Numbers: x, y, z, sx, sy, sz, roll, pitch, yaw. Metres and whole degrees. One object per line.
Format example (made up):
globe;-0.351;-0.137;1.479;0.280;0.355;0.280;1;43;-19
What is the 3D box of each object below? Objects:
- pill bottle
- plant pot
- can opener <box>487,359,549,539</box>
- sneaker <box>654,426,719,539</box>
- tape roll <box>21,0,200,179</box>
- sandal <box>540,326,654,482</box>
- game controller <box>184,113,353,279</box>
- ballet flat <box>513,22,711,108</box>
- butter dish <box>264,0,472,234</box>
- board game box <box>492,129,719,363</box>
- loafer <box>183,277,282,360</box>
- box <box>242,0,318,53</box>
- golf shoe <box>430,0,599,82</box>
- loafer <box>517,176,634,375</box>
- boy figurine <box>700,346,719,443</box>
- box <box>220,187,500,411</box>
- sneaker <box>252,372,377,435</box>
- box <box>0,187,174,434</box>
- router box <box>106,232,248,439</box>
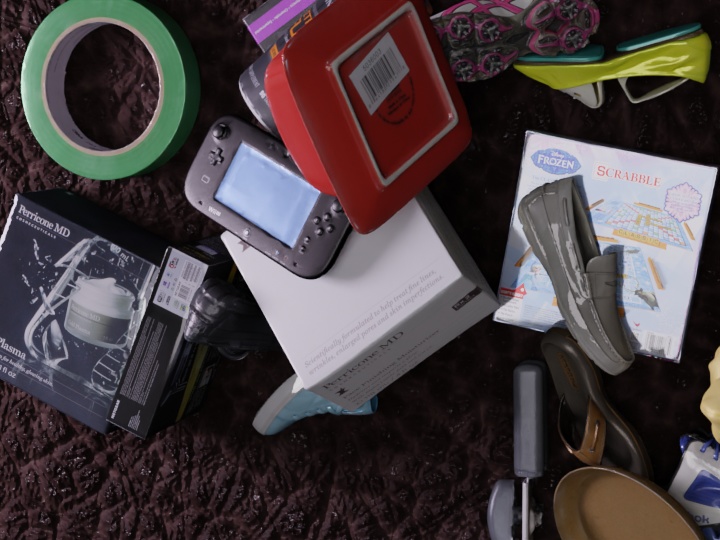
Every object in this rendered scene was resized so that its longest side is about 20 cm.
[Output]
pill bottle;-0.020;-0.221;1.628;0.200;0.106;0.107;-41;84;16
plant pot;0.281;0.275;1.624;0.199;0.027;0.202;31;141;29
can opener;0.162;0.196;1.687;0.066;0.053;0.203;0;95;16
sneaker;0.375;0.205;1.611;0.198;0.080;0.116;-24;91;19
tape roll;-0.275;-0.202;1.772;0.198;0.048;0.203;2;97;16
sandal;0.230;0.154;1.634;0.081;0.054;0.202;-4;116;58
game controller;-0.089;-0.074;1.594;0.199;0.042;0.105;32;90;29
ballet flat;0.252;-0.198;1.611;0.197;0.067;0.068;-7;108;16
butter dish;-0.016;-0.161;1.523;0.147;0.200;0.201;1;123;45
board game box;0.249;-0.027;1.641;0.197;0.041;0.202;13;100;15
loafer;-0.123;0.058;1.679;0.068;0.200;0.071;38;97;24
box;-0.015;-0.221;1.700;0.142;0.036;0.201;-33;85;18
golf shoe;0.132;-0.240;1.600;0.197;0.092;0.073;-12;119;-9
loafer;0.224;0.005;1.594;0.069;0.070;0.202;-27;88;27
boy figurine;0.364;0.111;1.542;0.064;0.200;0.126;7;95;16
box;0.000;0.000;1.631;0.198;0.131;0.201;-36;65;11
sneaker;-0.026;0.131;1.724;0.199;0.074;0.082;-38;81;17
box;-0.304;0.041;1.772;0.198;0.124;0.199;25;101;12
router box;-0.186;0.066;1.720;0.052;0.157;0.202;24;102;13
